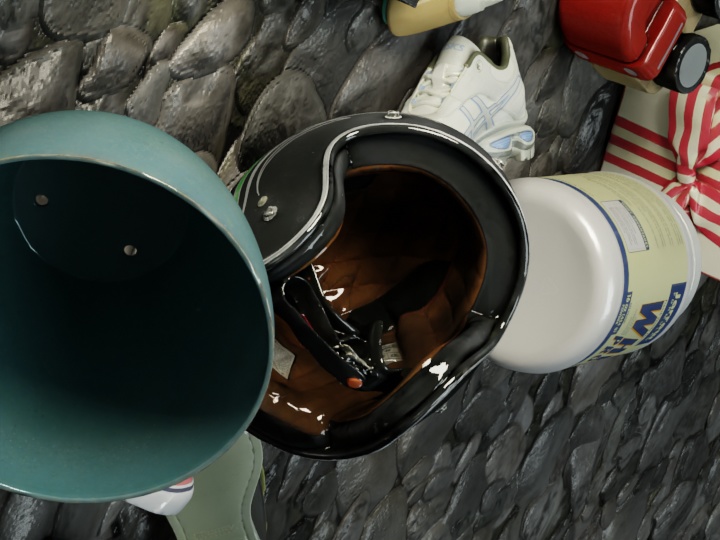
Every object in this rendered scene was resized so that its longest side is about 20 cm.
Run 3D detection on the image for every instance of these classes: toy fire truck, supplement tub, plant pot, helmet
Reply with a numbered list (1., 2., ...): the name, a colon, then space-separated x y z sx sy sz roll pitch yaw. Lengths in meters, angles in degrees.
1. toy fire truck: 0.216 -0.240 1.629 0.200 0.129 0.176 36 81 -52
2. supplement tub: 0.167 -0.002 1.704 0.200 0.145 0.145 -8 120 -59
3. plant pot: -0.139 -0.002 1.131 0.135 0.200 0.200 -86 -176 -58
4. helmet: 0.000 0.000 1.347 0.200 0.200 0.191 89 26 -43

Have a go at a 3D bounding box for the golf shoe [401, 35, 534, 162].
1. golf shoe: 0.050 -0.108 1.503 0.200 0.078 0.097 -28 120 -58

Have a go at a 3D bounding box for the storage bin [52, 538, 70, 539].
1. storage bin: -0.151 0.262 1.384 0.135 0.145 0.200 -66 156 -19

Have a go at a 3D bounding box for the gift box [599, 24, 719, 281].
1. gift box: 0.318 -0.097 1.846 0.187 0.200 0.185 -21 126 -53

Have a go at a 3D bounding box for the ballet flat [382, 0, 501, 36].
1. ballet flat: 0.093 -0.216 1.471 0.200 0.063 0.069 -47 149 -30

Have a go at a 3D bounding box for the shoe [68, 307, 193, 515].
1. shoe: -0.139 0.078 1.298 0.091 0.071 0.200 -58 149 0

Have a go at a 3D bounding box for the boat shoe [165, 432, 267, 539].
1. boat shoe: -0.097 0.137 1.446 0.072 0.061 0.202 -9 125 -5

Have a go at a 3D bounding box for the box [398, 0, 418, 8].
1. box: 0.026 -0.271 1.320 0.160 0.043 0.200 17 98 -64
